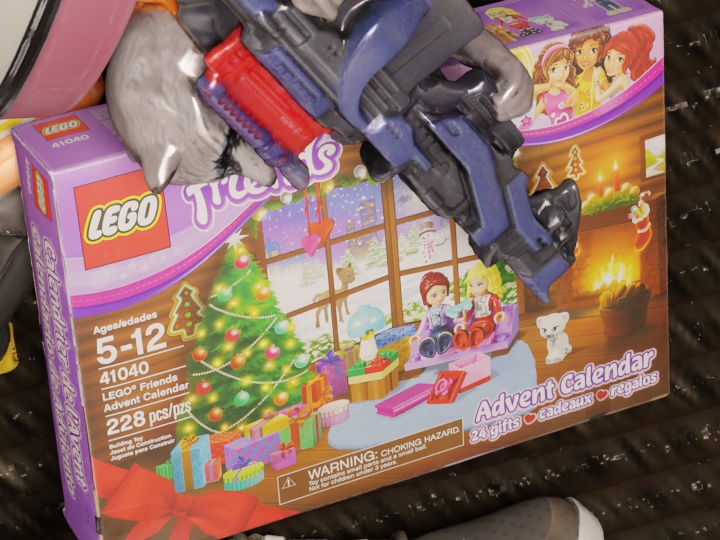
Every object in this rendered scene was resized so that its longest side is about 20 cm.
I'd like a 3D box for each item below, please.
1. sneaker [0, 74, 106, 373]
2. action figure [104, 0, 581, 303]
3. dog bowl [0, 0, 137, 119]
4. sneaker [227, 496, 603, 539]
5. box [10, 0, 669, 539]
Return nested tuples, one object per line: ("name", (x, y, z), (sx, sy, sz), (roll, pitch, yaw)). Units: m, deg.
("sneaker", (-0.149, 0.010, 0.808), (0.200, 0.070, 0.090), (-32, 114, 6))
("action figure", (0.011, -0.086, 0.737), (0.193, 0.105, 0.200), (-42, 136, -8))
("dog bowl", (-0.092, -0.127, 0.673), (0.074, 0.200, 0.201), (12, 115, -17))
("sneaker", (-0.016, 0.120, 0.887), (0.200, 0.077, 0.082), (-30, 111, 6))
("box", (0.000, 0.000, 0.812), (0.200, 0.039, 0.137), (-17, 120, -20))
